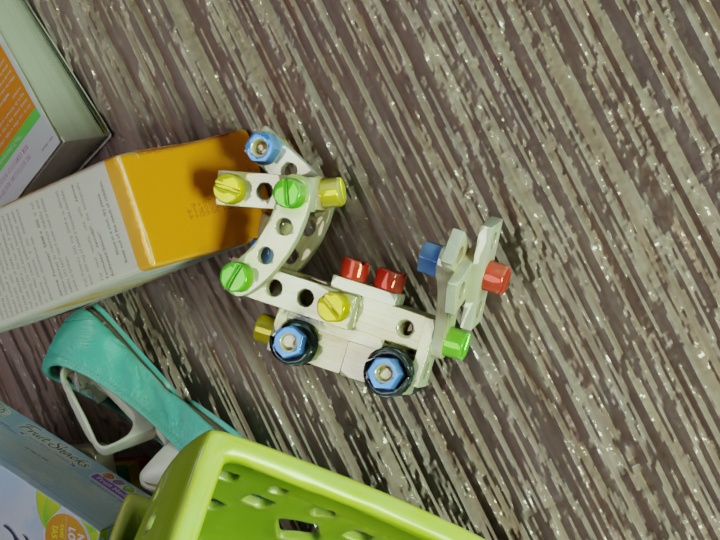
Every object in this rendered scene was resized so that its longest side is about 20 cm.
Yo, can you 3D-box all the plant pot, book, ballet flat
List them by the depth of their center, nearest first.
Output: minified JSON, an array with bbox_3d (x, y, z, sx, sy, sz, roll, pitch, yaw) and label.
[{"bbox_3d":[-0.064,0.227,1.099,0.181,0.199,0.200,-27,42,58],"label":"plant pot"},{"bbox_3d":[-0.131,0.105,1.236,0.200,0.067,0.070,39,76,21],"label":"ballet flat"},{"bbox_3d":[-0.269,-0.131,1.312,0.134,0.048,0.200,-42,73,35],"label":"book"}]

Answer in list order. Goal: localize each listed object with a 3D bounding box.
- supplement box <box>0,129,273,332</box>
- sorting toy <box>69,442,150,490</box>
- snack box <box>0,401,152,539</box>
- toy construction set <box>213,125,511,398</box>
[{"bbox_3d":[-0.169,-0.020,1.211,0.199,0.126,0.074,-20,89,36],"label":"supplement box"},{"bbox_3d":[-0.212,0.218,1.328,0.198,0.069,0.201,-9,95,37],"label":"sorting toy"},{"bbox_3d":[-0.229,0.205,1.251,0.168,0.068,0.201,29,117,26],"label":"snack box"},{"bbox_3d":[0.000,0.000,1.121,0.199,0.092,0.132,18,94,31],"label":"toy construction set"}]
